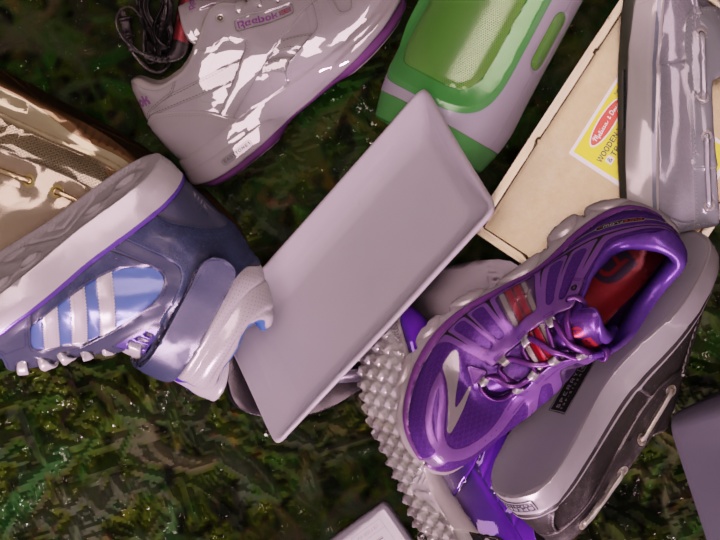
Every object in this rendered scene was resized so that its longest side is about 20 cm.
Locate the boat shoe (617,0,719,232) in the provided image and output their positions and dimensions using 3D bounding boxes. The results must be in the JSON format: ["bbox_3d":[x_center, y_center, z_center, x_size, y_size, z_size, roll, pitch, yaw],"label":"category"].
[{"bbox_3d":[0.190,-0.121,1.494,0.071,0.070,0.202,1,96,-1],"label":"boat shoe"}]

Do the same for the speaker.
[{"bbox_3d":[0.087,-0.163,1.516,0.088,0.088,0.201,28,92,4],"label":"speaker"}]

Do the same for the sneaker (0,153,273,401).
[{"bbox_3d":[-0.147,0.041,1.489,0.200,0.081,0.147,-36,111,5],"label":"sneaker"}]

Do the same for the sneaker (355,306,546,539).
[{"bbox_3d":[0.070,0.102,1.520,0.099,0.069,0.201,-26,105,-21],"label":"sneaker"}]

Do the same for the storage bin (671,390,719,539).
[{"bbox_3d":[0.277,0.133,1.489,0.134,0.145,0.201,-18,89,31],"label":"storage bin"}]

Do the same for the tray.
[{"bbox_3d":[0.000,0.000,1.482,0.200,0.022,0.108,-48,48,22],"label":"tray"}]

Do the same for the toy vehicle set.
[{"bbox_3d":[0.172,-0.074,1.539,0.124,0.027,0.201,34,92,3],"label":"toy vehicle set"}]

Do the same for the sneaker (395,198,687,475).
[{"bbox_3d":[0.101,0.036,1.438,0.200,0.083,0.081,-45,109,-2],"label":"sneaker"}]

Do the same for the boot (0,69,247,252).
[{"bbox_3d":[-0.185,-0.013,1.544,0.199,0.073,0.156,30,98,-7],"label":"boot"}]

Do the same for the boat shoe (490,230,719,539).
[{"bbox_3d":[0.152,0.068,1.497,0.200,0.071,0.064,-53,127,-10],"label":"boat shoe"}]

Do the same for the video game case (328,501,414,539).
[{"bbox_3d":[0.000,0.275,1.555,0.182,0.022,0.201,-36,88,3],"label":"video game case"}]

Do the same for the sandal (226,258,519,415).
[{"bbox_3d":[0.009,0.034,1.543,0.199,0.043,0.077,-18,89,4],"label":"sandal"}]

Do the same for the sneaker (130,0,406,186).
[{"bbox_3d":[-0.050,-0.144,1.523,0.200,0.075,0.100,-42,98,1],"label":"sneaker"}]

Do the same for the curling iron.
[{"bbox_3d":[-0.102,-0.219,1.558,0.049,0.026,0.201,19,91,1],"label":"curling iron"}]
